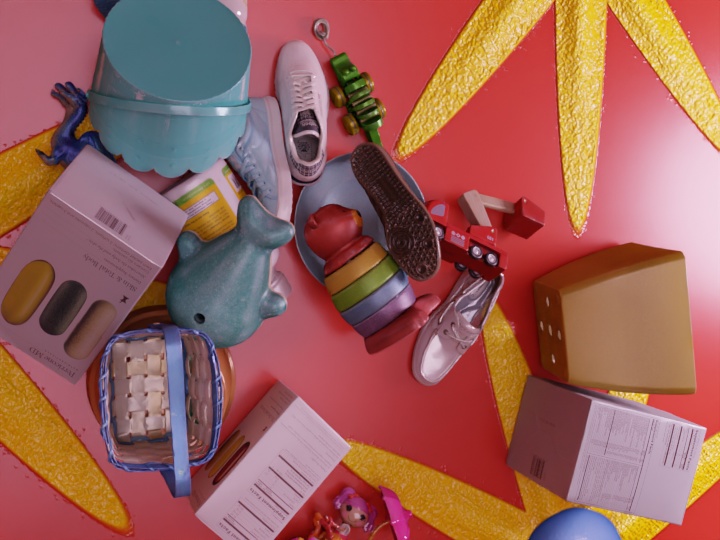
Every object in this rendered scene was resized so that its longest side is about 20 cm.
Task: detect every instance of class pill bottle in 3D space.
[{"bbox_3d":[-0.176,-0.036,1.257,0.110,0.111,0.201,-35,103,-13],"label":"pill bottle"}]

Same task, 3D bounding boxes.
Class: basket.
[{"bbox_3d":[-0.220,0.140,1.060,0.137,0.200,0.179,-2,96,-18],"label":"basket"}]

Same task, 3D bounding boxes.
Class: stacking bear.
[{"bbox_3d":[0.000,0.000,1.281,0.113,0.121,0.201,-33,94,23],"label":"stacking bear"}]

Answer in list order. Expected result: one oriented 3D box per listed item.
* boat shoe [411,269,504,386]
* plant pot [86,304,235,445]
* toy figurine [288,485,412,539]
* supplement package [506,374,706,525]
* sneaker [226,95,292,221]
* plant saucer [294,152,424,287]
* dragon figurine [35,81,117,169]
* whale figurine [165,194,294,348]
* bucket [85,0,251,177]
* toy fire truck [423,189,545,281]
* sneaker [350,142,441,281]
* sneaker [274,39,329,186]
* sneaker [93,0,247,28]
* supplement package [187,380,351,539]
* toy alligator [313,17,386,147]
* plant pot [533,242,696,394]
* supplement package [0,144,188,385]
[{"bbox_3d":[0.143,0.079,1.391,0.070,0.069,0.202,32,84,-18],"label":"boat shoe"},{"bbox_3d":[-0.249,0.152,1.232,0.197,0.140,0.204,-2,95,-19],"label":"plant pot"},{"bbox_3d":[-0.015,0.385,1.353,0.199,0.150,0.185,33,69,7],"label":"toy figurine"},{"bbox_3d":[0.357,0.261,1.410,0.197,0.191,0.149,15,90,-18],"label":"supplement package"},{"bbox_3d":[-0.141,-0.137,1.261,0.081,0.074,0.203,-3,65,-19],"label":"sneaker"},{"bbox_3d":[-0.002,-0.065,1.350,0.198,0.039,0.204,-2,95,-18],"label":"plant saucer"},{"bbox_3d":[-0.345,-0.143,1.221,0.099,0.059,0.201,-38,103,-11],"label":"dragon figurine"},{"bbox_3d":[-0.159,0.009,1.149,0.158,0.104,0.201,37,119,-3],"label":"whale figurine"},{"bbox_3d":[-0.227,-0.231,1.162,0.204,0.135,0.210,7,59,-12],"label":"bucket"},{"bbox_3d":[0.167,-0.064,1.367,0.198,0.049,0.143,25,56,-17],"label":"toy fire truck"},{"bbox_3d":[0.056,-0.081,1.282,0.070,0.075,0.202,-27,84,12],"label":"sneaker"},{"bbox_3d":[-0.074,-0.219,1.279,0.075,0.081,0.203,-7,80,-5],"label":"sneaker"},{"bbox_3d":[-0.245,-0.350,1.238,0.197,0.076,0.082,4,76,-19],"label":"sneaker"},{"bbox_3d":[-0.128,0.268,1.293,0.110,0.114,0.200,45,80,-17],"label":"supplement package"},{"bbox_3d":[-0.012,-0.258,1.324,0.059,0.054,0.202,-29,102,-14],"label":"toy alligator"},{"bbox_3d":[0.361,0.076,1.407,0.174,0.200,0.203,-8,97,-6],"label":"plant pot"},{"bbox_3d":[-0.333,-0.008,1.144,0.151,0.151,0.200,35,113,-14],"label":"supplement package"}]
